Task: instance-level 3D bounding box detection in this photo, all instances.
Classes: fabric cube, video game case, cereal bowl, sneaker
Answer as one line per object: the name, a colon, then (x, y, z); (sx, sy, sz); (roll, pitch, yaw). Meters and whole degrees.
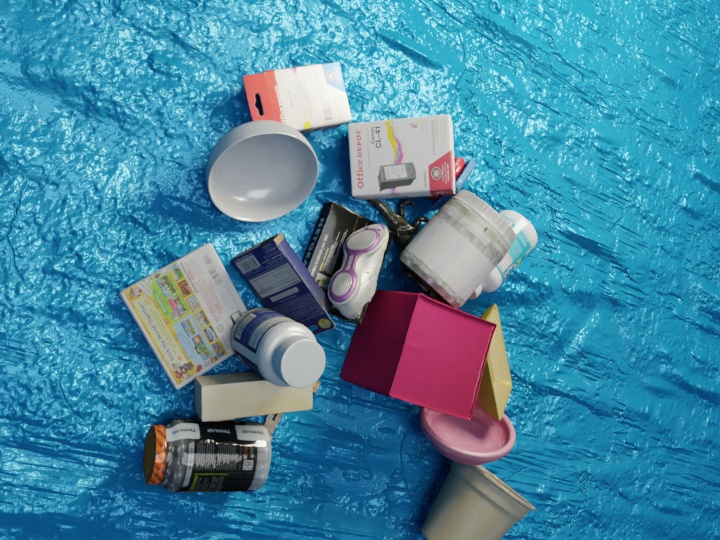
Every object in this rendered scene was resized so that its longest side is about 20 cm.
fabric cube: (0.111, 0.159, 1.352); (0.195, 0.199, 0.201); (22, 80, -25)
video game case: (-0.301, 0.080, 1.236); (0.182, 0.023, 0.201); (-32, 106, -24)
cereal bowl: (-0.180, -0.186, 1.231); (0.199, 0.084, 0.201); (-14, 138, -13)
sneaker: (0.000, 0.000, 1.314); (0.201, 0.075, 0.100); (-62, 148, -26)

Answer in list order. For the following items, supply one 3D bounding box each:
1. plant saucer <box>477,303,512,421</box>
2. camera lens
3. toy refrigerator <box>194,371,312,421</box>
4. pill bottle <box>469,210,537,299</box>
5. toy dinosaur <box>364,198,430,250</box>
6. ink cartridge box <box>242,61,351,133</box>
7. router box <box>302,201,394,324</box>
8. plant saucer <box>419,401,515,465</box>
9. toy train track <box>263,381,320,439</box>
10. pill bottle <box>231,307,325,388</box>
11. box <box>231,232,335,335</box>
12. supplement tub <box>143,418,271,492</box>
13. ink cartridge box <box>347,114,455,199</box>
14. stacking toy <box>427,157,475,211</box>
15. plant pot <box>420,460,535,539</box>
plant saucer: (0.272, 0.193, 1.473); (0.200, 0.048, 0.201); (-33, 112, -66)
camera lens: (0.188, -0.038, 1.363); (0.160, 0.160, 0.200); (41, 91, -22)
toy refrigerator: (-0.191, 0.223, 1.235); (0.199, 0.076, 0.070); (-1, 95, -23)
pill bottle: (0.284, -0.030, 1.489); (0.200, 0.111, 0.111); (-44, 109, -19)
toy dinosaur: (0.092, -0.098, 1.428); (0.088, 0.047, 0.200); (-41, 105, -14)
ink cartridge box: (-0.126, -0.317, 1.298); (0.199, 0.067, 0.117); (-16, 97, -26)
router box: (-0.035, -0.015, 1.356); (0.149, 0.051, 0.201); (25, 79, -24)
plant saucer: (0.217, 0.331, 1.424); (0.199, 0.201, 0.051); (-2, 119, -27)
toy train track: (-0.140, 0.240, 1.314); (0.114, 0.032, 0.201); (33, 77, -24)
pill bottle: (-0.141, 0.136, 1.196); (0.110, 0.200, 0.112); (-6, 101, -30)
box: (-0.135, 0.036, 1.268); (0.200, 0.121, 0.032); (56, 38, -16)
supplement tub: (-0.266, 0.321, 1.199); (0.199, 0.122, 0.123); (9, 86, -28)
ink cartridge box: (0.082, -0.217, 1.340); (0.199, 0.086, 0.149); (-3, 91, 9)
stacking toy: (0.127, -0.232, 1.424); (0.200, 0.116, 0.110); (39, 51, -5)
plant pot: (0.229, 0.508, 1.434); (0.200, 0.200, 0.184); (38, 84, -22)
